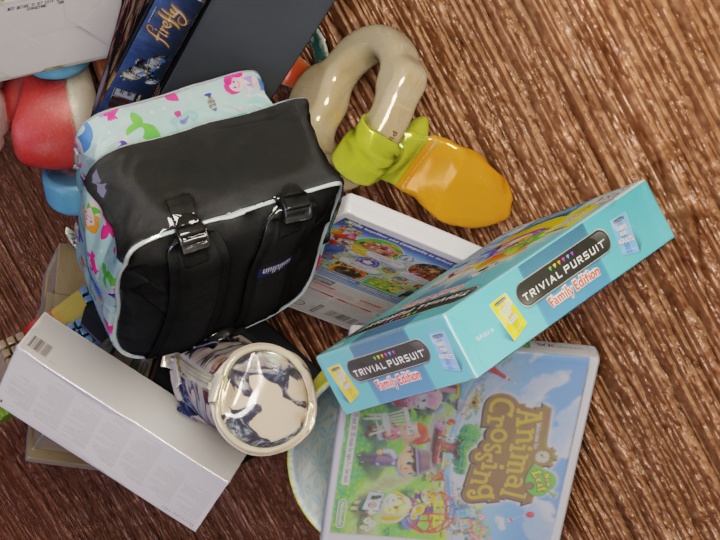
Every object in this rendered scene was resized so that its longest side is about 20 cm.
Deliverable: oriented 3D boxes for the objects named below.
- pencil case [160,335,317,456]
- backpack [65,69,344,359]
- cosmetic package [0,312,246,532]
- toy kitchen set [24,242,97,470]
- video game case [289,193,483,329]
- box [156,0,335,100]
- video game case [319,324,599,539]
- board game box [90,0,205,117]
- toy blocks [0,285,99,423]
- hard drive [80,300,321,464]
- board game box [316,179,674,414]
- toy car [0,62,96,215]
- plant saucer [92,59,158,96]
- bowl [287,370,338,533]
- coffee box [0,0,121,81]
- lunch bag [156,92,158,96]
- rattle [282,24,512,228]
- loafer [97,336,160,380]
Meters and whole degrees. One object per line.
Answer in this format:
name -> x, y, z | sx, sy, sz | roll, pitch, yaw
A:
pencil case -> -0.091, 0.087, 1.282 | 0.200, 0.089, 0.078 | -173, 91, -75
backpack -> -0.113, -0.031, 1.200 | 0.151, 0.176, 0.200 | 61, 159, 27
cosmetic package -> -0.194, 0.123, 1.401 | 0.199, 0.051, 0.083 | 33, 133, -2
toy kitchen set -> -0.248, 0.108, 1.745 | 0.163, 0.179, 0.201 | 132, 143, -58
video game case -> 0.000, 0.000, 1.319 | 0.142, 0.018, 0.200 | 22, 155, -25
box -> -0.071, -0.205, 1.216 | 0.078, 0.142, 0.200 | 21, 147, -14
video game case -> 0.069, 0.137, 1.274 | 0.022, 0.181, 0.201 | -95, 12, -62
board game box -> -0.143, -0.203, 1.259 | 0.034, 0.136, 0.200 | 19, 151, -15
toy blocks -> -0.254, 0.062, 1.584 | 0.100, 0.199, 0.137 | 59, 153, 14
hard drive -> -0.128, 0.076, 1.507 | 0.200, 0.139, 0.033 | 41, 130, 24
board game box -> 0.088, 0.017, 1.141 | 0.151, 0.199, 0.047 | -22, 98, 55
toy car -> -0.332, -0.148, 1.505 | 0.177, 0.199, 0.185 | -116, 18, -44
plant saucer -> -0.156, -0.174, 1.445 | 0.200, 0.037, 0.201 | 31, 138, 33
bowl -> 0.043, 0.118, 1.336 | 0.108, 0.198, 0.201 | -95, -5, -62
coffee box -> -0.279, -0.254, 1.416 | 0.080, 0.114, 0.201 | 96, 153, -45
lunch bag -> -0.126, -0.034, 1.433 | 0.150, 0.095, 0.200 | 21, 150, -4
rattle -> 0.016, -0.117, 1.283 | 0.200, 0.142, 0.131 | 30, 111, 62
loafer -> -0.163, 0.050, 1.403 | 0.063, 0.072, 0.200 | 42, 133, 1
